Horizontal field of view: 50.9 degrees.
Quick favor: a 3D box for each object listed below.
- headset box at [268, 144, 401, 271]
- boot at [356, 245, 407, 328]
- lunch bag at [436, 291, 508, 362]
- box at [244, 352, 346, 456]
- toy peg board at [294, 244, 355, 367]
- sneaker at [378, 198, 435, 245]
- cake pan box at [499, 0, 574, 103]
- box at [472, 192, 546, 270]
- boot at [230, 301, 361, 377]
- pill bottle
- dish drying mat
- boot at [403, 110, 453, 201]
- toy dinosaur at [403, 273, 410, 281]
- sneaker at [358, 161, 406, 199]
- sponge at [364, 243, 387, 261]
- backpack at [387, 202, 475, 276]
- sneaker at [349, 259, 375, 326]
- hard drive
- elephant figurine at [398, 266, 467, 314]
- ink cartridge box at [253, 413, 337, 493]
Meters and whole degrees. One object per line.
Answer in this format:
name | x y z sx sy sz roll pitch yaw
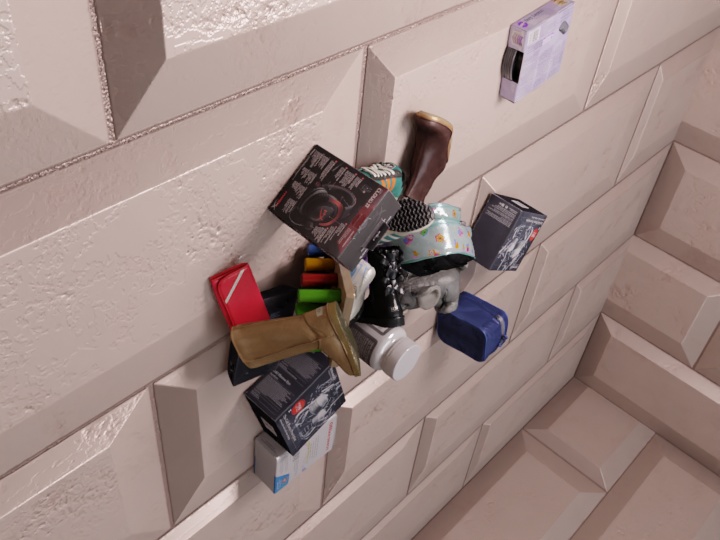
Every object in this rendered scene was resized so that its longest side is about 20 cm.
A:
headset box | -0.039 -0.105 1.325 0.149 0.200 0.075 -54 152 -3
boot | 0.035 0.030 1.587 0.073 0.198 0.164 -6 94 -24
lunch bag | 0.334 0.158 2.186 0.132 0.199 0.136 -37 142 -35
box | -0.140 0.283 1.691 0.182 0.104 0.200 -45 151 -21
toy peg board | -0.089 0.050 1.473 0.097 0.200 0.201 1 133 -15
sneaker | 0.056 -0.094 1.548 0.199 0.071 0.093 -15 173 10
cake pan box | 0.402 -0.504 1.734 0.200 0.052 0.185 -38 146 -29
box | 0.398 -0.102 2.088 0.200 0.104 0.183 0 122 -57
boot | -0.113 0.144 1.388 0.199 0.066 0.176 -16 119 9
pill bottle | 0.032 0.153 1.712 0.114 0.200 0.114 -37 148 -29
dish drying mat | -0.210 0.076 1.384 0.077 0.018 0.201 -27 131 -15
boot | 0.134 -0.229 1.575 0.167 0.072 0.200 -66 159 -1
toy dinosaur | 0.098 -0.026 1.789 0.201 0.047 0.088 -58 145 -2
sneaker | 0.033 -0.183 1.496 0.080 0.071 0.200 -61 159 10
sponge | 0.000 0.000 1.648 0.200 0.030 0.112 -35 145 -47
backpack | 0.146 -0.066 1.642 0.200 0.175 0.154 -13 93 -67
sneaker | -0.028 0.057 1.550 0.072 0.072 0.201 -31 149 -51
hard drive | -0.197 0.124 1.494 0.135 0.042 0.201 -18 133 -48
elephant figurine | 0.148 0.050 1.874 0.199 0.141 0.156 1 92 -39
ink cartridge box | -0.157 0.419 1.832 0.200 0.085 0.145 -30 144 -36
